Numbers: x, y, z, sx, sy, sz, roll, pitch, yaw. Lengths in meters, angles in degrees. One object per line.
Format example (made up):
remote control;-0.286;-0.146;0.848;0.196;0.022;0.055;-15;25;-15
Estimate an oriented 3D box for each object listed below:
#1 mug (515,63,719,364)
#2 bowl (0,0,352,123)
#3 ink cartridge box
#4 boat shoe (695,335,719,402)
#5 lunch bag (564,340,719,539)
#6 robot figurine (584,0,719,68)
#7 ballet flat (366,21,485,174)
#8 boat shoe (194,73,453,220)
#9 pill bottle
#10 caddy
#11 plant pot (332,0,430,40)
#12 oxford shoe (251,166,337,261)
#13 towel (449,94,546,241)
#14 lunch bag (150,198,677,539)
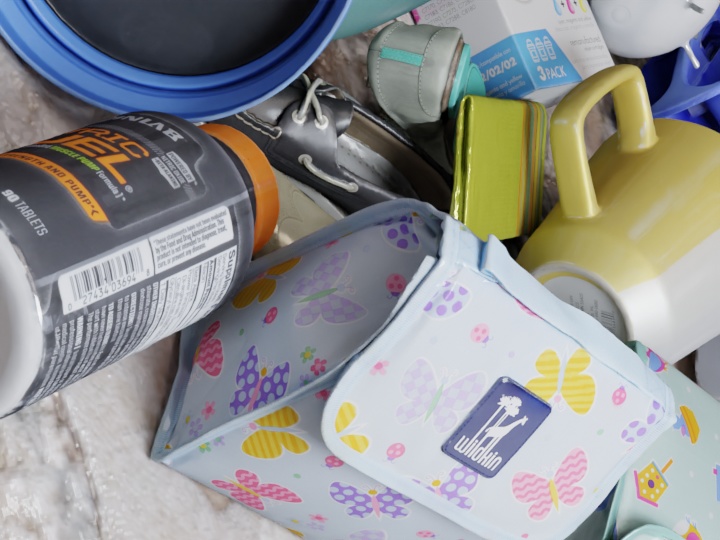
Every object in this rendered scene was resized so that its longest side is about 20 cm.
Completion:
mug;0.162;-0.014;1.120;0.187;0.149;0.153;50;46;3
bowl;-0.094;-0.172;0.849;0.201;0.201;0.039;54;20;-13
ink cartridge box;0.083;-0.205;1.179;0.115;0.068;0.200;-18;84;-53
boat shoe;0.283;0.043;1.288;0.200;0.071;0.070;-76;155;-45
lunch bag;0.161;0.167;1.019;0.170;0.122;0.200;36;53;-33
robot figurine;0.182;-0.232;1.246;0.200;0.113;0.170;55;4;24
ballet flat;0.038;-0.107;1.047;0.200;0.064;0.067;50;53;-78
boat shoe;-0.024;-0.076;0.983;0.200;0.060;0.074;39;44;-29
pill bottle;-0.120;-0.012;0.797;0.200;0.106;0.106;-28;92;-53
caddy;0.272;-0.144;1.311;0.105;0.141;0.200;59;37;-15
plant pot;-0.030;-0.214;0.949;0.201;0.201;0.161;57;42;-10
oxford shoe;0.000;0.000;0.957;0.200;0.074;0.071;43;42;-26
towel;0.083;-0.062;1.060;0.200;0.018;0.086;-12;105;-72
lunch bag;0.026;0.062;0.850;0.170;0.200;0.127;36;45;-33
